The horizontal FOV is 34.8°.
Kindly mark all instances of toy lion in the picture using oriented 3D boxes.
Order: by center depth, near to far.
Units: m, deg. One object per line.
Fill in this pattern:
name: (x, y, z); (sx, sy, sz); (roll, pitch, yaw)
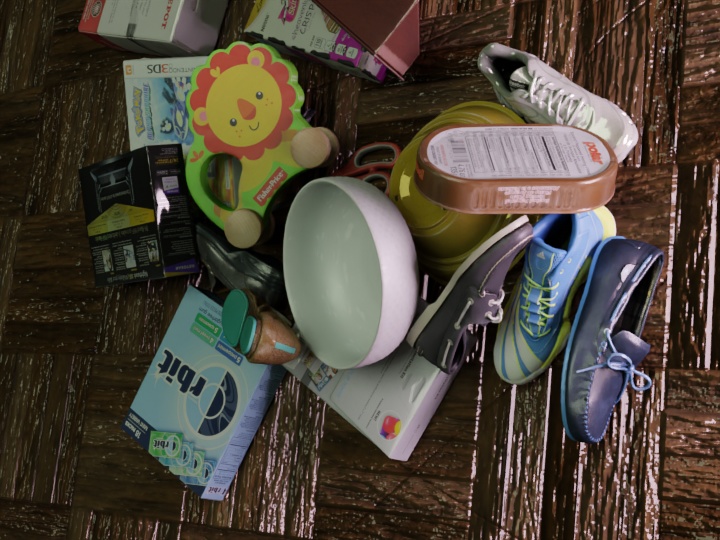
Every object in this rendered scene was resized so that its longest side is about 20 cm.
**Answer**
toy lion: (-0.135, -0.157, 1.353); (0.191, 0.069, 0.200); (42, 104, 5)

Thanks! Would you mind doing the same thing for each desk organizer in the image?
desk organizer: (-0.004, -0.310, 1.292); (0.077, 0.072, 0.200); (-49, 59, 9)

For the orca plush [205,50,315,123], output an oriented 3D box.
orca plush: (-0.149, -0.229, 1.444); (0.105, 0.071, 0.201); (-47, 56, 15)

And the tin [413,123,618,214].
tin: (0.150, -0.100, 1.104); (0.197, 0.042, 0.113); (-1, 42, -5)

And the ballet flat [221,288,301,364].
ballet flat: (-0.105, 0.066, 1.271); (0.200, 0.071, 0.069); (-158, 86, -73)

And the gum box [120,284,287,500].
gum box: (-0.187, 0.145, 1.386); (0.169, 0.044, 0.202); (29, 94, 36)

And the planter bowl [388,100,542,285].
planter bowl: (0.090, -0.085, 1.208); (0.199, 0.083, 0.204); (-6, 81, 42)

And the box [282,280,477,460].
box: (0.013, 0.087, 1.264); (0.199, 0.041, 0.157); (35, 98, 37)

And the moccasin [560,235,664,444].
moccasin: (0.240, 0.065, 1.085); (0.067, 0.080, 0.203); (7, 82, 37)

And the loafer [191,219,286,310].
loafer: (-0.167, -0.006, 1.399); (0.199, 0.072, 0.073); (31, 100, 38)

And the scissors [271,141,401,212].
scissors: (-0.035, -0.109, 1.370); (0.198, 0.014, 0.074); (-4, 77, 35)

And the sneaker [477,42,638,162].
sneaker: (0.196, -0.172, 1.182); (0.200, 0.081, 0.076); (40, 99, 34)

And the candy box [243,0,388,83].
candy box: (-0.035, -0.322, 1.396); (0.199, 0.061, 0.138); (23, 91, 37)

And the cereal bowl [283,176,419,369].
cereal bowl: (0.000, 0.000, 1.200); (0.199, 0.082, 0.203); (17, 110, 56)

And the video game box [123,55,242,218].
video game box: (-0.218, -0.169, 1.449); (0.180, 0.047, 0.203); (5, 103, 38)

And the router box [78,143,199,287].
router box: (-0.281, -0.065, 1.442); (0.199, 0.052, 0.160); (-6, 92, 52)

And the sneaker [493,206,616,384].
sneaker: (0.174, 0.014, 1.129); (0.075, 0.105, 0.202); (28, 93, 34)

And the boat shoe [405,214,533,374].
boat shoe: (0.118, 0.027, 1.121); (0.063, 0.072, 0.201); (48, 130, 14)

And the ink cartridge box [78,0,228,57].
ink cartridge box: (-0.276, -0.373, 1.565); (0.198, 0.083, 0.149); (15, 86, 37)
